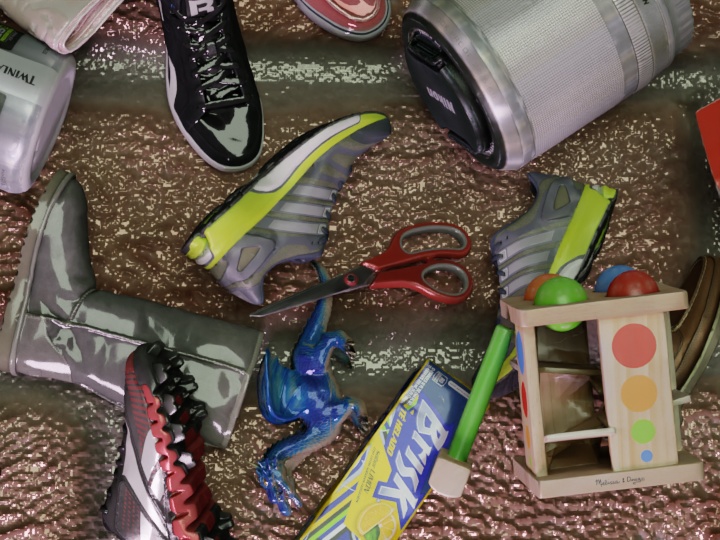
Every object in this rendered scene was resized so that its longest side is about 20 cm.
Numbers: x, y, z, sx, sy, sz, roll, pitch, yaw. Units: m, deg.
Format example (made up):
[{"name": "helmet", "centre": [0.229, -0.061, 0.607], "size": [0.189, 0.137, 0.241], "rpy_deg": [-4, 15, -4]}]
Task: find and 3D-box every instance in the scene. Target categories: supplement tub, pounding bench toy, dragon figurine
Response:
[{"name": "supplement tub", "centre": [-0.335, -0.149, 1.594], "size": [0.199, 0.123, 0.123], "rpy_deg": [21, 78, -2]}, {"name": "pounding bench toy", "centre": [0.142, 0.082, 1.525], "size": [0.199, 0.124, 0.157], "rpy_deg": [-7, 94, -3]}, {"name": "dragon figurine", "centre": [-0.051, 0.090, 1.605], "size": [0.099, 0.059, 0.201], "rpy_deg": [-9, 81, -7]}]

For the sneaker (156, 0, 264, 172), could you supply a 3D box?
[{"name": "sneaker", "centre": [-0.127, -0.183, 1.623], "size": [0.073, 0.112, 0.201], "rpy_deg": [-16, 81, -7]}]

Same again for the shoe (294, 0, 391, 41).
[{"name": "shoe", "centre": [-0.044, -0.280, 1.660], "size": [0.071, 0.091, 0.200], "rpy_deg": [-35, 84, -10]}]

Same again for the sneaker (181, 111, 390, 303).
[{"name": "sneaker", "centre": [-0.048, -0.053, 1.625], "size": [0.200, 0.074, 0.081], "rpy_deg": [-41, 101, -14]}]

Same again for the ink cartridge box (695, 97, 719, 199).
[{"name": "ink cartridge box", "centre": [0.370, -0.071, 1.630], "size": [0.160, 0.047, 0.201], "rpy_deg": [-27, 117, -9]}]

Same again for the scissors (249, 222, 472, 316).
[{"name": "scissors", "centre": [0.000, 0.000, 1.624], "size": [0.199, 0.014, 0.074], "rpy_deg": [-5, 66, -18]}]

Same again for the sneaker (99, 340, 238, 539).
[{"name": "sneaker", "centre": [-0.161, 0.155, 1.559], "size": [0.097, 0.071, 0.202], "rpy_deg": [-8, 103, 18]}]

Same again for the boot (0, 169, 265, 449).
[{"name": "boot", "centre": [-0.173, 0.030, 1.600], "size": [0.199, 0.073, 0.183], "rpy_deg": [14, 92, 5]}]

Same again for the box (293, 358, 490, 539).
[{"name": "box", "centre": [0.017, 0.169, 1.590], "size": [0.064, 0.070, 0.200], "rpy_deg": [35, 79, 0]}]

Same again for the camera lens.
[{"name": "camera lens", "centre": [0.145, -0.188, 1.624], "size": [0.199, 0.160, 0.160], "rpy_deg": [-33, 84, -10]}]

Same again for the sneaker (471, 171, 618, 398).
[{"name": "sneaker", "centre": [0.134, 0.010, 1.640], "size": [0.081, 0.074, 0.201], "rpy_deg": [24, 75, 15]}]

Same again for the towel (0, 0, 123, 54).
[{"name": "towel", "centre": [-0.230, -0.280, 1.628], "size": [0.191, 0.032, 0.200], "rpy_deg": [-45, 53, -11]}]

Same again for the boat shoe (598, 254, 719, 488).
[{"name": "boat shoe", "centre": [0.239, 0.071, 1.628], "size": [0.068, 0.072, 0.201], "rpy_deg": [24, 78, -1]}]
